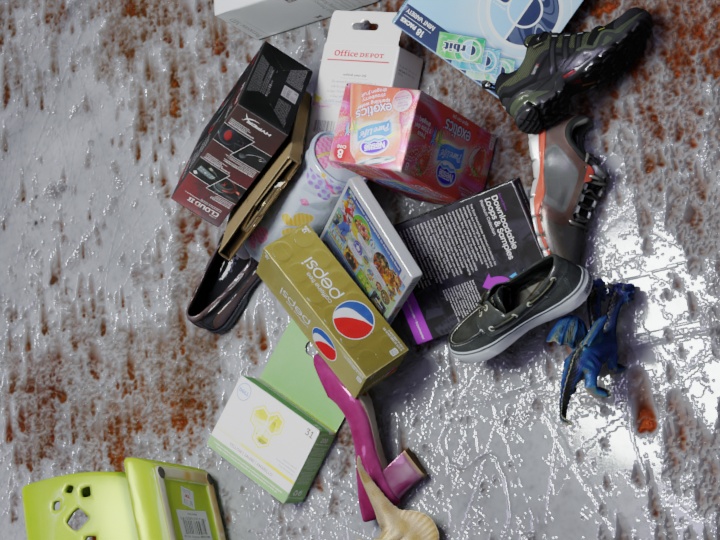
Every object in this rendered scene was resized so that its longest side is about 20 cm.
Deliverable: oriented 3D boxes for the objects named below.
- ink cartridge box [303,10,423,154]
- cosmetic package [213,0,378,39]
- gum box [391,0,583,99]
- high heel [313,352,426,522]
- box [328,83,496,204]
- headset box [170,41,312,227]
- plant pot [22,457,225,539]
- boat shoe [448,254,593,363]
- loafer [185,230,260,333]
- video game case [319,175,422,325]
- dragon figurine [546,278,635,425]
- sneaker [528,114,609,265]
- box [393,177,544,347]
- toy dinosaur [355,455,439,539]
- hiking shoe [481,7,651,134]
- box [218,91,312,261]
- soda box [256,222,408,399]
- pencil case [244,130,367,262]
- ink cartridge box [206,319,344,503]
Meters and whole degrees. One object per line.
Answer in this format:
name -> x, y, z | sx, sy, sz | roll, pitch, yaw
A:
ink cartridge box -> 0.006, -0.218, 1.681 | 0.117, 0.067, 0.201 | 10, 86, 33
cosmetic package -> -0.084, -0.370, 1.748 | 0.199, 0.102, 0.074 | -13, 72, 30
gum box -> 0.161, -0.324, 1.566 | 0.170, 0.045, 0.200 | 34, 101, -8
high heel -> -0.015, 0.197, 1.600 | 0.096, 0.067, 0.200 | -40, 83, 8
box -> 0.063, -0.141, 1.552 | 0.102, 0.200, 0.095 | 12, 86, 32
headset box -> -0.152, -0.162, 1.670 | 0.200, 0.075, 0.149 | -48, 17, 39
plant pot -> -0.278, 0.342, 1.673 | 0.181, 0.200, 0.200 | -23, 69, 18
boat shoe -> 0.163, 0.038, 1.476 | 0.200, 0.057, 0.069 | -33, 34, 37
loafer -> -0.162, -0.012, 1.744 | 0.072, 0.063, 0.201 | 30, 95, 32
video game case -> 0.000, 0.000, 1.591 | 0.143, 0.018, 0.200 | 59, 150, 19
dragon figurine -> 0.239, 0.081, 1.436 | 0.059, 0.200, 0.100 | 2, 117, 38
sneaker -> 0.238, -0.088, 1.511 | 0.082, 0.077, 0.201 | -10, 76, 23
box -> 0.120, -0.008, 1.556 | 0.199, 0.036, 0.143 | -20, 97, 28
toy dinosaur -> 0.039, 0.308, 1.556 | 0.101, 0.058, 0.200 | -40, 86, 18
hiking shoe -> 0.234, -0.247, 1.517 | 0.200, 0.076, 0.101 | -36, 62, -7
box -> -0.117, -0.121, 1.673 | 0.164, 0.021, 0.200 | -52, 17, 27
soda box -> -0.036, 0.046, 1.575 | 0.068, 0.064, 0.200 | -32, 73, -26
pencil case -> -0.066, -0.083, 1.644 | 0.200, 0.083, 0.091 | -48, 18, 44
ink cartridge box -> -0.089, 0.168, 1.675 | 0.145, 0.048, 0.201 | 31, 99, 32
